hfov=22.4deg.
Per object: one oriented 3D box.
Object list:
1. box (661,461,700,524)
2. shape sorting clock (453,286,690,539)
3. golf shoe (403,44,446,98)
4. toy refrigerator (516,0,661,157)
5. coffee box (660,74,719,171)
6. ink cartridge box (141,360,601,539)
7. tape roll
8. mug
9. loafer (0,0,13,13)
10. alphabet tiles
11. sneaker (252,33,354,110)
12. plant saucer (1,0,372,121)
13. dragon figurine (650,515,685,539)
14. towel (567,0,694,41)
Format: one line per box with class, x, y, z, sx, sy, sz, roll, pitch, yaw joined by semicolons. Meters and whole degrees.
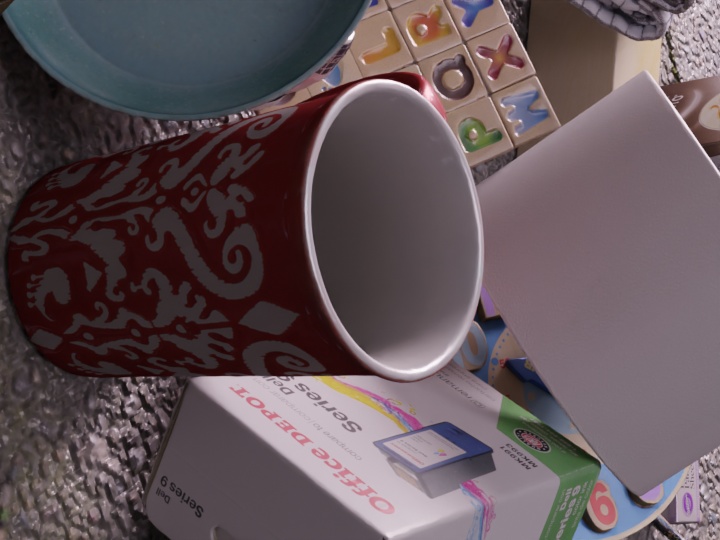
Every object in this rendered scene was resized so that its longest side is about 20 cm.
box;0.225;0.087;1.354;0.041;0.039;0.201;11;77;-50
shape sorting clock;0.129;0.075;1.154;0.199;0.039;0.201;7;68;-18
golf shoe;0.058;-0.120;1.123;0.200;0.091;0.076;-25;103;-53
toy refrigerator;0.159;-0.099;1.265;0.070;0.076;0.201;27;63;-48
coffee box;0.267;-0.075;1.175;0.114;0.199;0.080;-48;121;-45
ink cartridge box;0.009;0.114;0.950;0.199;0.145;0.088;-10;127;-50
tape roll;0.160;0.008;1.034;0.203;0.139;0.203;53;10;-13
mug;-0.048;-0.013;0.875;0.177;0.199;0.134;-21;101;-53
loafer;-0.215;-0.174;0.786;0.200;0.067;0.077;30;62;-47
alphabet tiles;0.002;-0.140;1.022;0.166;0.008;0.201;-24;87;-21
sneaker;-0.071;-0.186;0.950;0.076;0.080;0.201;-34;96;-41
plant saucer;-0.083;-0.166;0.892;0.036;0.199;0.201;76;16;-78
dragon figurine;0.156;0.138;1.236;0.099;0.059;0.201;-47;117;-43
towel;0.160;-0.270;1.218;0.200;0.086;0.166;36;52;-7
